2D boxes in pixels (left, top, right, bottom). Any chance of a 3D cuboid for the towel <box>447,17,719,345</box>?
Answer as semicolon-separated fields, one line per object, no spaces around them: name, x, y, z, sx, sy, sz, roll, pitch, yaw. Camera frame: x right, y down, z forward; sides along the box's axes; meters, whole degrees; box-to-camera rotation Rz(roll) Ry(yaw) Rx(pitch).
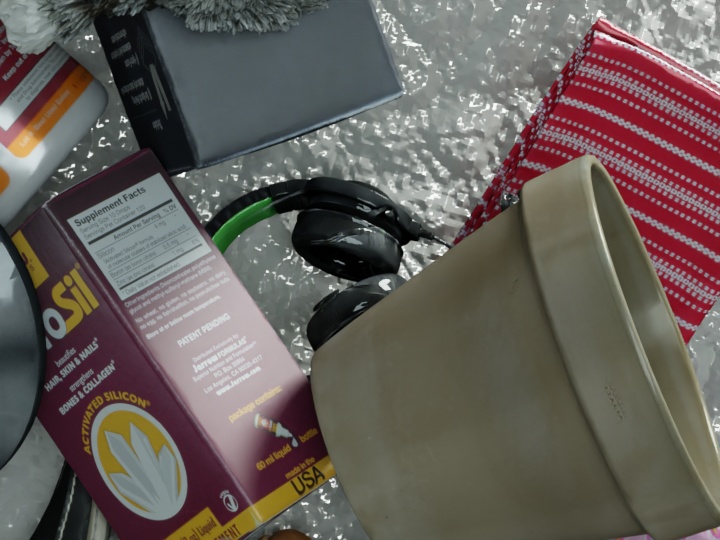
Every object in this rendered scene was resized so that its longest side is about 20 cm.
towel;0.140;-0.024;1.516;0.144;0.023;0.200;29;115;-5

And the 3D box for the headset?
headset;0.000;0.000;1.490;0.199;0.094;0.124;-10;68;3

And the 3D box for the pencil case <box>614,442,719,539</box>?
pencil case;0.113;0.111;1.532;0.199;0.087;0.088;17;88;-9

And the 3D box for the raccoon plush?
raccoon plush;-0.062;-0.144;1.270;0.200;0.134;0.097;-36;99;-10

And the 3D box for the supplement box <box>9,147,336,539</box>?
supplement box;-0.109;0.054;1.447;0.086;0.110;0.200;-31;84;-44

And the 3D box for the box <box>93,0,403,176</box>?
box;-0.079;-0.160;1.436;0.117;0.197;0.201;-20;94;-11

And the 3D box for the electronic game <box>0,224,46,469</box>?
electronic game;-0.256;0.031;1.442;0.199;0.042;0.201;6;108;19

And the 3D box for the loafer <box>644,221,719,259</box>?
loafer;0.189;-0.031;1.558;0.200;0.073;0.071;43;100;-6

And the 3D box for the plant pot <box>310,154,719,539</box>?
plant pot;0.075;0.065;1.399;0.173;0.200;0.201;-22;95;11

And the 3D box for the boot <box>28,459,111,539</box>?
boot;-0.224;0.176;1.479;0.150;0.073;0.201;19;93;-10

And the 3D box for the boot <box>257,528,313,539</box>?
boot;0.045;0.170;1.476;0.155;0.077;0.200;-51;58;12

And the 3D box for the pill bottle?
pill bottle;-0.240;-0.116;1.449;0.200;0.113;0.113;42;84;-8
